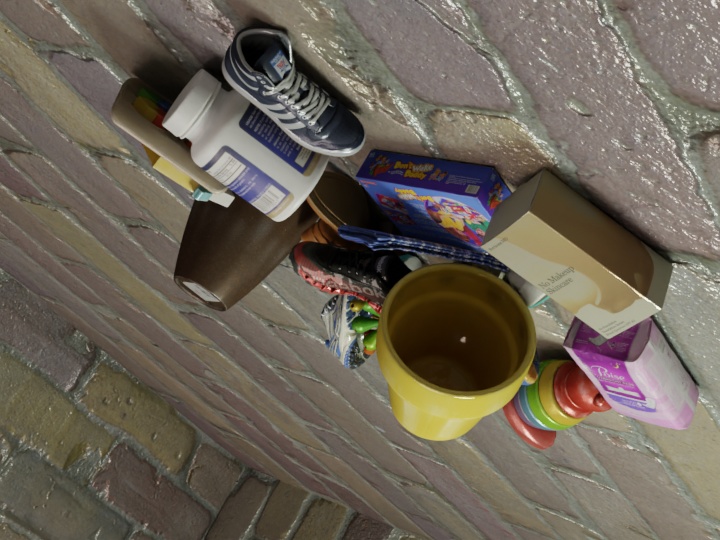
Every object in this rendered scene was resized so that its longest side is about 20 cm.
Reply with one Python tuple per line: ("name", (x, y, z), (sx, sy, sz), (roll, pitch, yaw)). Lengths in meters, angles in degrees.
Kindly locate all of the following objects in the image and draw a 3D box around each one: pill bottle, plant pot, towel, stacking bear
("pill bottle", (-0.152, -0.167, 1.648), (0.200, 0.120, 0.120), (37, 161, -16))
("plant pot", (-0.189, -0.047, 1.886), (0.186, 0.201, 0.187), (27, 161, 10))
("plant pot", (0.112, 0.124, 1.652), (0.200, 0.201, 0.189), (27, 145, 10))
("towel", (0.080, -0.028, 1.650), (0.199, 0.024, 0.145), (11, -177, -21))
("stacking bear", (0.309, 0.183, 1.883), (0.113, 0.122, 0.200), (29, 154, -19))

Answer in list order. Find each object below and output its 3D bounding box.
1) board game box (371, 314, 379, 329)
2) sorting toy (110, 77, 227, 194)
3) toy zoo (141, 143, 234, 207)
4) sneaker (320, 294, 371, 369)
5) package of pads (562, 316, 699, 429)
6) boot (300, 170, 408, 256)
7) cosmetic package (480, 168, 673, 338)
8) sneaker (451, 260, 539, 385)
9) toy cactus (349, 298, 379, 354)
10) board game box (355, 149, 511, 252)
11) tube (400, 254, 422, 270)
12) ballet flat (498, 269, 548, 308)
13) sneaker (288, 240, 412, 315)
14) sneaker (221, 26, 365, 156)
("board game box", (0.072, 0.102, 2.117), (0.199, 0.046, 0.152), (18, 158, 33))
("sorting toy", (-0.252, -0.193, 1.738), (0.185, 0.037, 0.200), (36, -165, -15))
("toy zoo", (-0.247, -0.155, 1.753), (0.131, 0.020, 0.200), (29, -162, -36))
("sneaker", (-0.028, 0.066, 2.048), (0.085, 0.077, 0.201), (30, 131, 31))
("package of pads", (0.368, 0.133, 1.700), (0.120, 0.076, 0.200), (10, 153, 41))
("boot", (-0.040, -0.065, 1.794), (0.200, 0.074, 0.154), (37, 154, -30))
("cosmetic package", (0.250, -0.016, 1.460), (0.199, 0.071, 0.105), (34, 143, -12))
("sneaker", (0.168, 0.082, 1.756), (0.088, 0.075, 0.200), (-35, 92, 30))
("toy cactus", (0.067, 0.068, 1.950), (0.164, 0.103, 0.200), (-5, 156, 1))
("board game box", (0.107, -0.083, 1.586), (0.199, 0.045, 0.135), (13, 155, 42))
("tube", (0.007, -0.020, 1.915), (0.199, 0.050, 0.078), (19, 144, 44))
("ballet flat", (0.215, 0.016, 1.659), (0.069, 0.070, 0.200), (31, 165, -1))
("sneaker", (0.000, 0.000, 1.743), (0.199, 0.071, 0.098), (24, 145, -1))
("sneaker", (-0.075, -0.212, 1.492), (0.199, 0.070, 0.109), (34, 163, -2))
